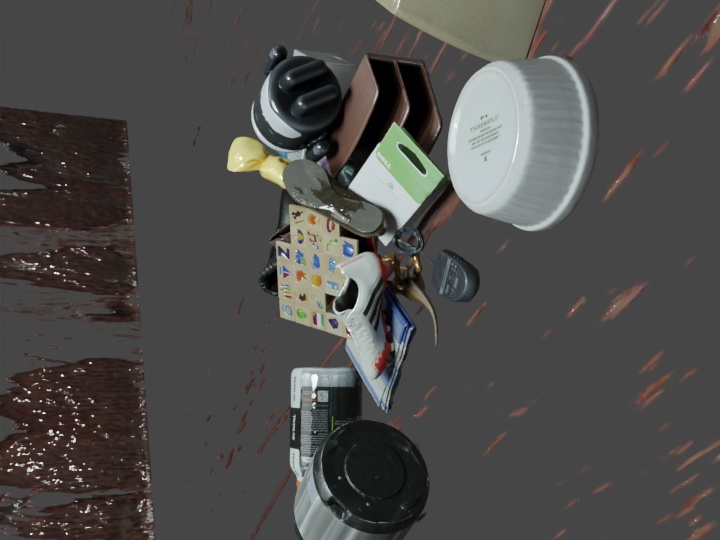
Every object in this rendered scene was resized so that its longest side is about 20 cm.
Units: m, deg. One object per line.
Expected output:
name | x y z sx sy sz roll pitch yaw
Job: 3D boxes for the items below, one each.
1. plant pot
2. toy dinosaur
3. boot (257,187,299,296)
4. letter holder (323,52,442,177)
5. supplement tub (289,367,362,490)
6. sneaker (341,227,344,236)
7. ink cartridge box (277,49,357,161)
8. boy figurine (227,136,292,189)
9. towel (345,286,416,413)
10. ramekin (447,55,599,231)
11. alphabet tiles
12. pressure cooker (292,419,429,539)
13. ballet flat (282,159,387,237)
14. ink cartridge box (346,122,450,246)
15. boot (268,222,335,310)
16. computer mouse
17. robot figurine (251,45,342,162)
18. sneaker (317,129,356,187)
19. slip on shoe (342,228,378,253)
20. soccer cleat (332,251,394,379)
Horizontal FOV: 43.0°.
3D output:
plant pot | 0.113 -0.386 1.131 0.200 0.175 0.202 -124 43 -53
toy dinosaur | 0.078 0.024 1.336 0.200 0.060 0.107 33 144 66
boot | -0.130 -0.070 1.707 0.159 0.079 0.213 -71 -6 -49
letter holder | 0.031 -0.204 1.396 0.200 0.099 0.143 123 141 -49
supplement tub | -0.057 0.262 1.514 0.122 0.121 0.203 168 104 -65
sneaker | -0.058 -0.085 1.593 0.200 0.078 0.097 167 99 -68
ink cartridge box | -0.081 -0.293 1.679 0.146 0.083 0.202 -136 52 -60
boy figurine | -0.122 -0.147 1.473 0.065 0.199 0.124 -61 17 8
towel | 0.028 0.102 1.395 0.147 0.024 0.201 56 148 37
ramekin | 0.178 -0.149 1.056 0.202 0.093 0.205 -178 90 -67
alphabet tiles | -0.068 0.000 1.433 0.166 0.008 0.202 15 116 35
pressure cooker | -0.008 0.332 1.315 0.176 0.178 0.201 -51 -11 -45
ballet flat | -0.038 -0.104 1.358 0.199 0.046 0.068 32 85 28
ink cartridge box | 0.059 -0.132 1.313 0.104 0.059 0.200 49 146 7
boot | -0.086 -0.012 1.547 0.199 0.166 0.073 -29 33 53
computer mouse | 0.105 -0.012 1.259 0.200 0.034 0.059 42 124 51
robot figurine | -0.099 -0.260 1.431 0.200 0.123 0.152 153 130 -69
sneaker | -0.031 -0.193 1.543 0.140 0.077 0.202 -127 20 -48
slip on shoe | 0.000 0.000 1.435 0.061 0.073 0.202 -62 -27 -64
soccer cleat | 0.000 0.069 1.311 0.069 0.084 0.202 39 135 52
